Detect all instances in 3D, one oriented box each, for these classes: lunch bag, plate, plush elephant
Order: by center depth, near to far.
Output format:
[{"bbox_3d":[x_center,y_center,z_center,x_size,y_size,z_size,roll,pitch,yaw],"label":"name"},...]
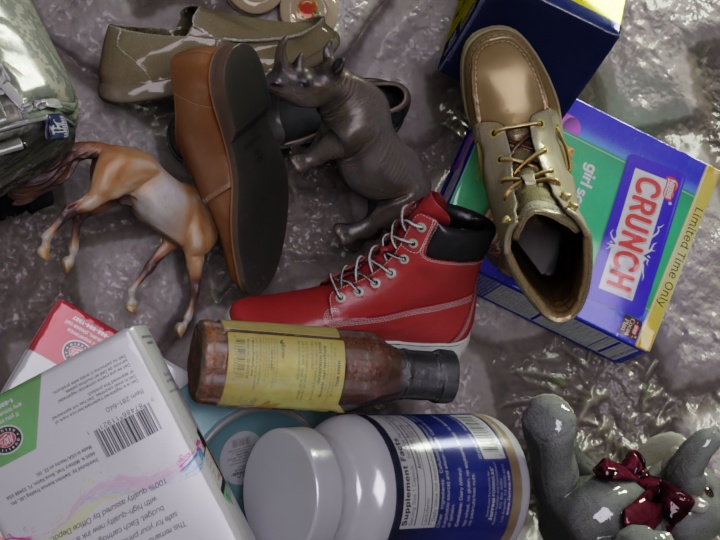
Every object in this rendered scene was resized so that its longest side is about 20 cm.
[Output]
[{"bbox_3d":[-0.288,-0.149,1.166,0.139,0.168,0.200,-30,86,-12],"label":"lunch bag"},{"bbox_3d":[-0.084,0.167,1.262,0.200,0.026,0.201,-7,102,-37],"label":"plate"},{"bbox_3d":[0.226,0.182,1.299,0.155,0.200,0.165,-26,53,-19],"label":"plush elephant"}]

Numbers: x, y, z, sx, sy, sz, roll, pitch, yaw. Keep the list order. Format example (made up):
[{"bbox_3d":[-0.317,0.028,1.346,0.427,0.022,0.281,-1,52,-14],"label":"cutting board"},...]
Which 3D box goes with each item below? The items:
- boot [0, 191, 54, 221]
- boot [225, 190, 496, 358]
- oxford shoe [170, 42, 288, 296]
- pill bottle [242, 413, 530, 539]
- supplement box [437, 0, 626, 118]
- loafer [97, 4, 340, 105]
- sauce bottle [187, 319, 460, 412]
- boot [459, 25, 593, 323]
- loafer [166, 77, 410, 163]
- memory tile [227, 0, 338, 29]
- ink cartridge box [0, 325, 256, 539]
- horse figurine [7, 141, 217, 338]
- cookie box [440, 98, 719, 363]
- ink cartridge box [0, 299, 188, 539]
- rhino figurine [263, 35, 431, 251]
[{"bbox_3d":[-0.345,-0.108,1.273,0.168,0.076,0.201,-22,92,-18],"label":"boot"},{"bbox_3d":[0.000,0.000,1.270,0.199,0.145,0.072,-1,37,-18],"label":"boot"},{"bbox_3d":[-0.103,-0.077,1.277,0.071,0.071,0.201,-37,125,-53],"label":"oxford shoe"},{"bbox_3d":[0.020,0.164,1.253,0.200,0.116,0.116,4,79,-37],"label":"pill bottle"},{"bbox_3d":[0.148,-0.235,1.342,0.109,0.109,0.200,24,47,-7],"label":"supplement box"},{"bbox_3d":[-0.114,-0.179,1.329,0.199,0.076,0.068,-14,108,-13],"label":"loafer"},{"bbox_3d":[-0.025,0.074,1.229,0.199,0.066,0.066,6,80,-16],"label":"sauce bottle"},{"bbox_3d":[0.122,-0.073,1.224,0.073,0.155,0.201,-11,107,5],"label":"boot"},{"bbox_3d":[-0.056,-0.128,1.346,0.199,0.063,0.072,-10,84,-14],"label":"loafer"},{"bbox_3d":[-0.057,-0.301,1.399,0.153,0.017,0.200,26,76,-7],"label":"memory tile"},{"bbox_3d":[-0.172,0.159,1.162,0.145,0.084,0.200,-28,89,0],"label":"ink cartridge box"},{"bbox_3d":[-0.171,-0.041,1.288,0.200,0.050,0.133,32,81,-26],"label":"horse figurine"},{"bbox_3d":[0.169,-0.044,1.374,0.200,0.075,0.172,25,77,-7],"label":"cookie box"},{"bbox_3d":[-0.218,0.146,1.256,0.144,0.084,0.200,31,75,-6],"label":"ink cartridge box"},{"bbox_3d":[-0.012,-0.103,1.302,0.087,0.060,0.200,-28,121,6],"label":"rhino figurine"}]
